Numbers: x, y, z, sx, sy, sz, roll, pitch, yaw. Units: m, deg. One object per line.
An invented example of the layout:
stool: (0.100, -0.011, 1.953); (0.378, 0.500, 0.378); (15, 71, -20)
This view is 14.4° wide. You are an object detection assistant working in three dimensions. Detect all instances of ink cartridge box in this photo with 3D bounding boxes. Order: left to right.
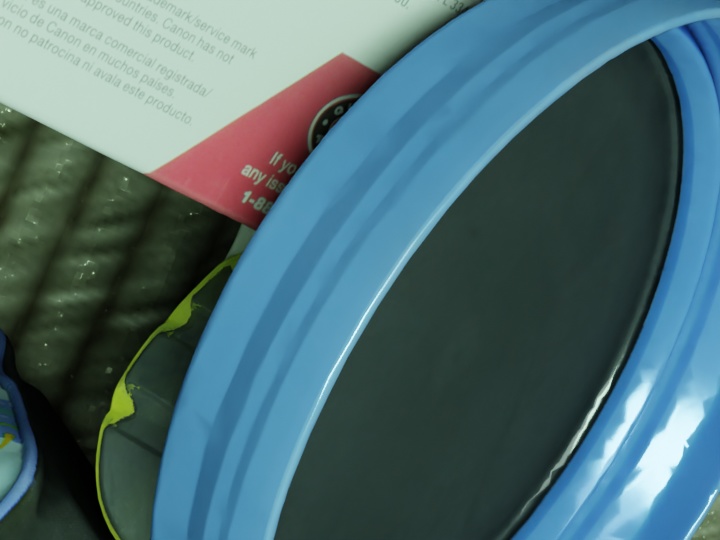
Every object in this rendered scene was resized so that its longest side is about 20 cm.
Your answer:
ink cartridge box: (-0.008, -0.119, 0.598); (0.145, 0.083, 0.201); (27, 100, -41)

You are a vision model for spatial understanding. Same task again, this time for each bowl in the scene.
bowl: (0.031, 0.025, 0.635); (0.200, 0.039, 0.201); (-36, 143, -33)

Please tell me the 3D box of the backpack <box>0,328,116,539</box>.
backpack: (-0.156, 0.093, 0.675); (0.199, 0.183, 0.147); (-33, 107, -2)

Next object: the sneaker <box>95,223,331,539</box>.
sneaker: (0.000, 0.000, 0.710); (0.074, 0.085, 0.200); (33, 69, 13)

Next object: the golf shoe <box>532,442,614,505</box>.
golf shoe: (0.022, 0.073, 0.751); (0.078, 0.097, 0.202); (5, 81, -45)
